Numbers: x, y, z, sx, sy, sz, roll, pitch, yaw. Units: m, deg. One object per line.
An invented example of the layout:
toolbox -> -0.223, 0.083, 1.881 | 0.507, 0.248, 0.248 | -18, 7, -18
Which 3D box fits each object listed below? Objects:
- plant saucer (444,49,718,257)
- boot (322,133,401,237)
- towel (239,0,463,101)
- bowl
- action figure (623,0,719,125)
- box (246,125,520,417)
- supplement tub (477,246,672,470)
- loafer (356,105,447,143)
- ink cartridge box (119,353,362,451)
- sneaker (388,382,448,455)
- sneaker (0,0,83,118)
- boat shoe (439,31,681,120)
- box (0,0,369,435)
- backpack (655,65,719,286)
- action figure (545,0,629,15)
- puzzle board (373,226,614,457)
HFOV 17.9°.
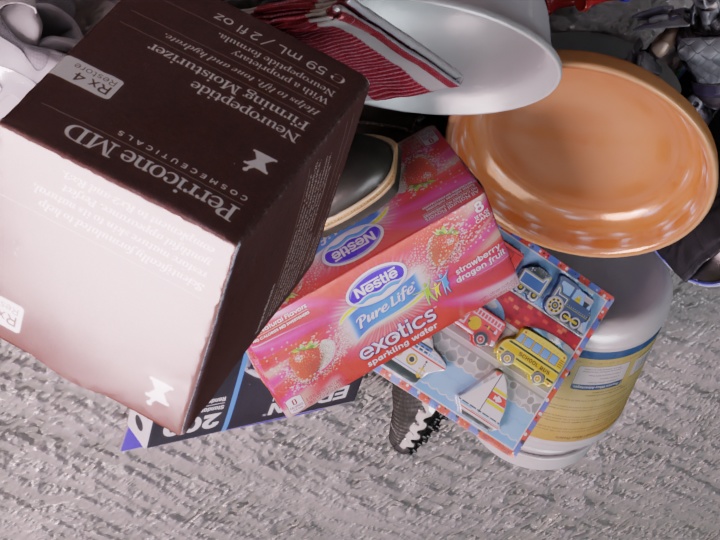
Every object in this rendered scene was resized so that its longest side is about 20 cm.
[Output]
plant saucer -> 0.161, -0.088, 1.643 | 0.198, 0.038, 0.201 | 12, 142, 9
boot -> -0.085, -0.082, 1.564 | 0.198, 0.078, 0.138 | -10, 148, 21
towel -> -0.051, -0.136, 1.514 | 0.199, 0.023, 0.144 | -4, 161, 35
bowl -> 0.040, -0.180, 1.522 | 0.199, 0.091, 0.201 | 6, 163, 2
action figure -> 0.259, -0.121, 1.662 | 0.069, 0.129, 0.201 | -50, 140, -49
box -> 0.000, 0.000, 1.628 | 0.199, 0.096, 0.100 | -29, 133, -5
supplement tub -> 0.168, 0.060, 1.921 | 0.143, 0.145, 0.201 | -11, 143, -23
loafer -> 0.023, -0.087, 1.686 | 0.199, 0.071, 0.073 | -4, 140, -32
ink cartridge box -> -0.088, 0.086, 1.869 | 0.197, 0.044, 0.201 | -11, 144, -24
sneaker -> 0.049, 0.068, 1.905 | 0.066, 0.090, 0.201 | -39, 157, -42
sneaker -> -0.210, -0.107, 1.490 | 0.114, 0.075, 0.200 | -32, 143, 11
boat shoe -> 0.146, -0.136, 1.716 | 0.198, 0.071, 0.064 | 3, 137, -26
box -> -0.119, -0.045, 1.409 | 0.200, 0.165, 0.165 | -54, 168, -49
backpack -> 0.303, -0.086, 1.802 | 0.190, 0.201, 0.154 | -40, 158, 24
action figure -> 0.211, -0.221, 1.644 | 0.199, 0.052, 0.065 | -15, -176, -40
puzzle board -> 0.081, 0.033, 1.773 | 0.199, 0.017, 0.151 | 33, 89, -14
